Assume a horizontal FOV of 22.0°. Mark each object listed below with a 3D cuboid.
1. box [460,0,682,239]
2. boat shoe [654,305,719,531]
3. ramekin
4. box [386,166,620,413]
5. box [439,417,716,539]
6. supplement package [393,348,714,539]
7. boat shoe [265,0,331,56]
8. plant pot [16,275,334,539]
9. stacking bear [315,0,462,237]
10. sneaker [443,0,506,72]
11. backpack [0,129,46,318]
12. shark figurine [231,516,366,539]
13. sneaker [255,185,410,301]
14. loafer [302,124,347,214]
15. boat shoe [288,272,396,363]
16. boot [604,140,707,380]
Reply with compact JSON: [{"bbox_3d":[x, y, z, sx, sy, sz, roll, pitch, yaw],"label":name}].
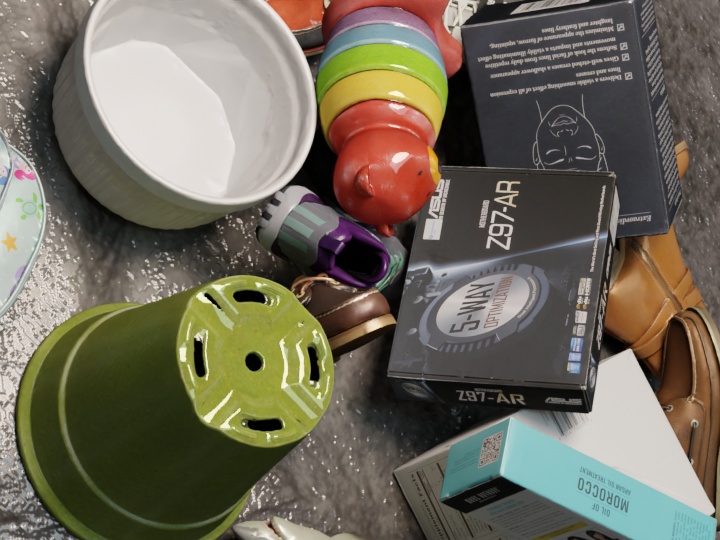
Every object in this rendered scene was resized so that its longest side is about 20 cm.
[{"bbox_3d":[0.182,-0.131,1.571,0.107,0.148,0.201,-47,128,-66],"label":"box"},{"bbox_3d":[0.280,0.133,1.611,0.068,0.072,0.201,-5,90,-15],"label":"boat shoe"},{"bbox_3d":[-0.144,-0.127,1.440,0.200,0.105,0.201,13,64,-29],"label":"ramekin"},{"bbox_3d":[0.118,0.012,1.485,0.160,0.044,0.201,4,60,17],"label":"box"},{"bbox_3d":[0.165,0.180,1.393,0.200,0.082,0.049,28,57,-22],"label":"box"},{"bbox_3d":[0.158,0.180,1.509,0.200,0.111,0.156,-25,86,-38],"label":"supplement package"},{"bbox_3d":[-0.011,-0.240,1.579,0.200,0.063,0.071,-22,70,-24],"label":"boat shoe"},{"bbox_3d":[-0.117,0.088,1.316,0.200,0.190,0.201,13,63,-28],"label":"plant pot"},{"bbox_3d":[0.020,-0.122,1.450,0.113,0.122,0.200,-5,52,8],"label":"stacking bear"},{"bbox_3d":[0.118,-0.214,1.661,0.200,0.088,0.074,23,61,-23],"label":"sneaker"},{"bbox_3d":[-0.317,-0.040,1.271,0.200,0.150,0.178,36,54,-22],"label":"backpack"},{"bbox_3d":[0.005,0.263,1.384,0.128,0.214,0.090,16,101,-59],"label":"shark figurine"},{"bbox_3d":[0.000,0.000,1.454,0.200,0.087,0.075,24,97,-56],"label":"sneaker"},{"bbox_3d":[0.018,-0.126,1.576,0.070,0.068,0.201,58,45,-26],"label":"loafer"},{"bbox_3d":[-0.036,0.038,1.386,0.070,0.200,0.071,-17,85,-26],"label":"boat shoe"},{"bbox_3d":[0.274,-0.010,1.692,0.155,0.074,0.200,47,65,-7],"label":"boot"}]
